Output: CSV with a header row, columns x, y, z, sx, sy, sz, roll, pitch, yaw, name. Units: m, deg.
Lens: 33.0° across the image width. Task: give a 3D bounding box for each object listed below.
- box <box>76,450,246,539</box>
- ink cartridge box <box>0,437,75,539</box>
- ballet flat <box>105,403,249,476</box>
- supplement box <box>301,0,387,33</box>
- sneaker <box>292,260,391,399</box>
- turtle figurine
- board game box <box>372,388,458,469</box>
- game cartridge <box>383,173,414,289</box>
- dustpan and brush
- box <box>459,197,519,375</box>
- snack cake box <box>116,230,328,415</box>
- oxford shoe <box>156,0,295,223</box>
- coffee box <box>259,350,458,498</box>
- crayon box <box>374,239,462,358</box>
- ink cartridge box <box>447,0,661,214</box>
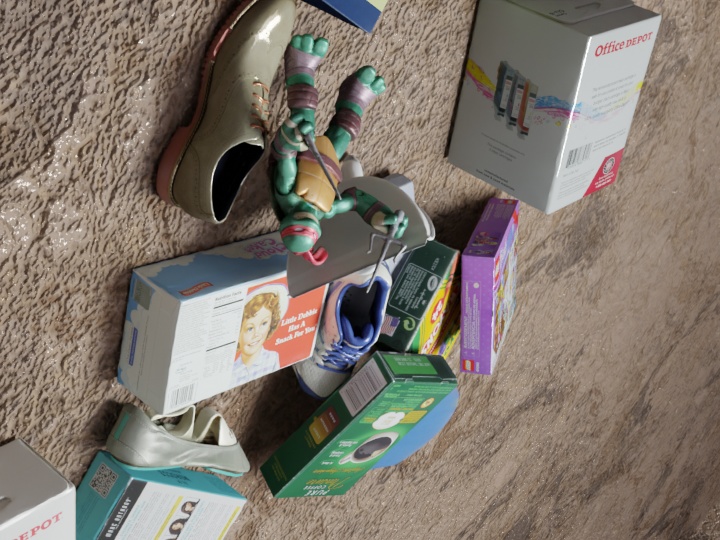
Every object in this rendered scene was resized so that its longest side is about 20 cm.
x,y,z,sx,sy,sz,roll,pitch,yaw,name
-0.197,0.234,1.176,0.083,0.049,0.200,-59,149,0,box
-0.314,0.259,0.997,0.144,0.083,0.202,-26,136,-43,ink cartridge box
-0.159,0.158,1.153,0.199,0.067,0.064,19,92,-59,ballet flat
-0.040,-0.312,0.856,0.199,0.134,0.201,19,100,-58,supplement box
-0.021,0.058,1.193,0.074,0.089,0.202,5,123,-16,sneaker
-0.032,-0.087,1.002,0.149,0.100,0.202,38,48,-48,turtle figurine
0.019,0.171,1.391,0.198,0.039,0.159,-4,140,-39,board game box
0.000,0.000,1.275,0.133,0.040,0.202,-22,133,-40,game cartridge
-0.006,-0.054,1.108,0.138,0.201,0.057,-22,136,11,dustpan and brush
0.149,0.013,1.387,0.200,0.039,0.139,-55,147,-64,box
-0.120,0.041,1.107,0.199,0.067,0.116,-17,128,-48,snack cake box
-0.093,-0.132,0.991,0.070,0.073,0.202,11,106,-54,oxford shoe
-0.003,0.163,1.271,0.122,0.044,0.200,7,132,-51,coffee box
0.076,0.055,1.369,0.128,0.050,0.200,-62,161,-10,crayon box
0.204,-0.193,1.295,0.145,0.144,0.202,-22,134,-43,ink cartridge box
